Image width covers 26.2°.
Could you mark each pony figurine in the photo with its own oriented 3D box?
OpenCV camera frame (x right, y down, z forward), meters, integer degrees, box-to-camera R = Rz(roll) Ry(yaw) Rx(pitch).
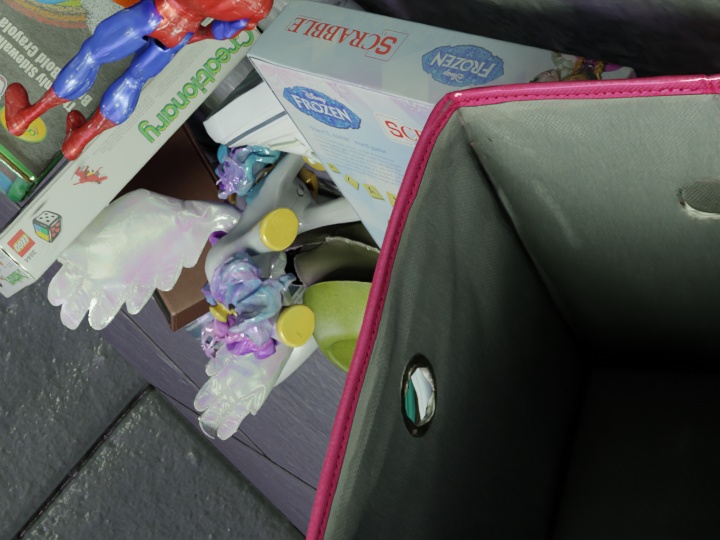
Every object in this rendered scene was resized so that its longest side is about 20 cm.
[{"bbox_3d":[-0.071,-0.007,0.951,0.166,0.194,0.200,42,167,-21],"label":"pony figurine"}]

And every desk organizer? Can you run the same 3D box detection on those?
[{"bbox_3d":[-0.149,-0.064,1.109,0.201,0.076,0.072,60,168,7],"label":"desk organizer"}]

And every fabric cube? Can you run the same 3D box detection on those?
[{"bbox_3d":[0.123,0.071,0.524,0.198,0.198,0.200,1,148,27],"label":"fabric cube"}]

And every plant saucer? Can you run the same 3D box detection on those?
[{"bbox_3d":[0.050,0.062,1.028,0.198,0.031,0.200,18,164,5],"label":"plant saucer"}]

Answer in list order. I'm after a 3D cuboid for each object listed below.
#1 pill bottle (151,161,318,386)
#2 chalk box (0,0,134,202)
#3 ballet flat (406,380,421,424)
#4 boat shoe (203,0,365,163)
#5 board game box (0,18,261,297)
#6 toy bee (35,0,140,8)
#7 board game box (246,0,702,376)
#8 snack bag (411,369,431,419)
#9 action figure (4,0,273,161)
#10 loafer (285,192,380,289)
[{"bbox_3d":[-0.112,-0.013,1.209,0.200,0.120,0.119,44,166,-11],"label":"pill bottle"},{"bbox_3d":[-0.222,-0.127,0.980,0.124,0.200,0.124,43,166,-11],"label":"chalk box"},{"bbox_3d":[0.034,0.123,0.887,0.071,0.070,0.201,48,-154,-28],"label":"ballet flat"},{"bbox_3d":[-0.030,-0.087,0.843,0.067,0.074,0.200,45,166,-12],"label":"boat shoe"},{"bbox_3d":[-0.149,-0.071,0.936,0.035,0.200,0.126,44,163,-11],"label":"board game box"},{"bbox_3d":[-0.168,-0.208,0.838,0.198,0.110,0.131,20,167,-24],"label":"toy bee"},{"bbox_3d":[0.068,-0.027,0.703,0.199,0.041,0.200,21,156,42],"label":"board game box"},{"bbox_3d":[0.067,0.150,0.843,0.188,0.021,0.202,38,-141,-62],"label":"snack bag"},{"bbox_3d":[-0.106,-0.126,0.799,0.199,0.052,0.065,-28,138,36],"label":"action figure"},{"bbox_3d":[0.000,0.000,1.041,0.075,0.070,0.199,47,166,-26],"label":"loafer"}]
